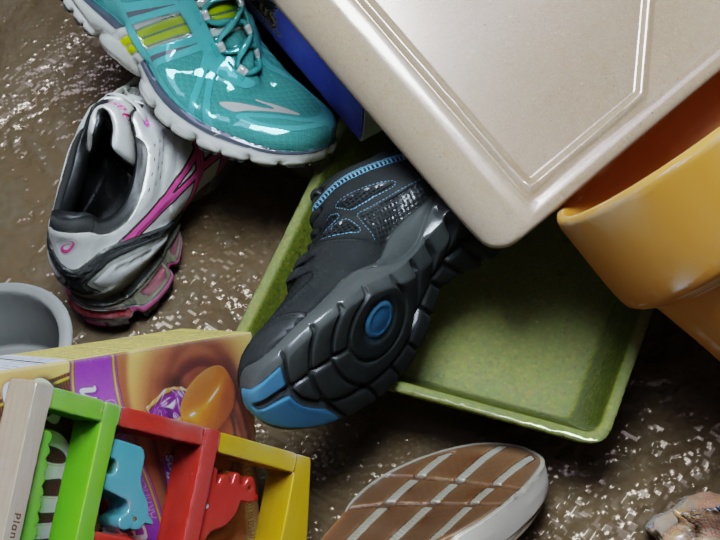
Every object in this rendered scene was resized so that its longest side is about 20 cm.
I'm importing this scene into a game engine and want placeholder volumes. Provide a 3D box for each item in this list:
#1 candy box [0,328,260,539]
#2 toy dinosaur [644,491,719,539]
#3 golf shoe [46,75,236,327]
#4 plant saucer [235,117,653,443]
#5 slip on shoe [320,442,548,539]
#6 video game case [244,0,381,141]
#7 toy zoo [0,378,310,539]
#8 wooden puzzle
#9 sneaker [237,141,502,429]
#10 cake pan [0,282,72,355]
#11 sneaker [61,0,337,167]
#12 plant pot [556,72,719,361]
[{"bbox_3d":[-0.133,0.095,0.826,0.056,0.118,0.199,2,7,44],"label":"candy box"},{"bbox_3d":[0.166,0.178,0.803,0.135,0.086,0.201,-22,60,-15],"label":"toy dinosaur"},{"bbox_3d":[-0.115,-0.071,1.020,0.072,0.092,0.201,7,55,15],"label":"golf shoe"},{"bbox_3d":[0.063,-0.005,0.968,0.199,0.048,0.200,14,59,18],"label":"plant saucer"},{"bbox_3d":[0.016,0.151,0.862,0.076,0.061,0.200,13,37,40],"label":"slip on shoe"},{"bbox_3d":[0.019,-0.187,1.037,0.181,0.046,0.200,-28,61,-21],"label":"video game case"},{"bbox_3d":[-0.087,0.134,0.821,0.020,0.199,0.132,1,76,43],"label":"toy zoo"},{"bbox_3d":[0.081,-0.137,0.896,0.200,0.037,0.185,-40,82,-6],"label":"wooden puzzle"},{"bbox_3d":[0.000,0.000,0.909,0.082,0.073,0.200,25,53,31],"label":"sneaker"},{"bbox_3d":[-0.223,0.086,0.917,0.199,0.037,0.201,-21,32,14],"label":"cake pan"},{"bbox_3d":[-0.089,-0.131,0.988,0.200,0.080,0.077,43,39,14],"label":"sneaker"},{"bbox_3d":[0.223,-0.013,0.849,0.200,0.200,0.184,-40,95,-18],"label":"plant pot"}]
